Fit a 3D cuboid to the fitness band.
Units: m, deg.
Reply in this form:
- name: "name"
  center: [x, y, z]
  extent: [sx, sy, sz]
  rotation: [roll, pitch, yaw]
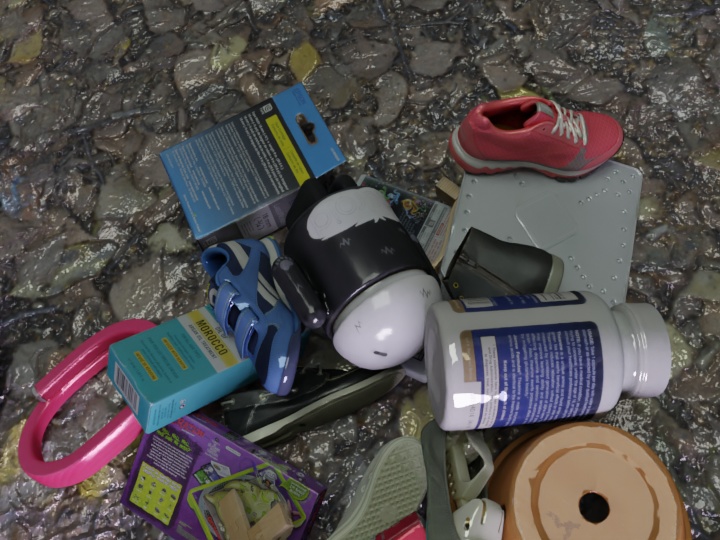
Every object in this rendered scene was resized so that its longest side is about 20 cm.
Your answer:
- name: "fitness band"
  center: [-0.283, 0.138, 0.832]
  extent: [0.200, 0.038, 0.143]
  rotation: [-42, 45, -9]

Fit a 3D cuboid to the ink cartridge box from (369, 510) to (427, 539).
- name: "ink cartridge box"
  center: [0.005, 0.325, 0.663]
  extent: [0.198, 0.086, 0.149]
  rotation: [-31, 81, -3]

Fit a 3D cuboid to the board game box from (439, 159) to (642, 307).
- name: "board game box"
  center: [0.200, -0.049, 0.851]
  extent: [0.197, 0.026, 0.203]
  rotation: [17, 66, 0]

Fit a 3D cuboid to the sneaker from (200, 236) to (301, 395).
- name: "sneaker"
  center: [-0.110, 0.043, 0.770]
  extent: [0.081, 0.075, 0.201]
  rotation: [5, 37, -26]

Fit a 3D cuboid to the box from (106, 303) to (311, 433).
- name: "box"
  center: [-0.152, 0.083, 0.802]
  extent: [0.198, 0.050, 0.082]
  rotation: [-24, 59, -38]

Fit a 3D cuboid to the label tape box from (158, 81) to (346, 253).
- name: "label tape box"
  center: [-0.127, -0.121, 0.946]
  extent: [0.198, 0.064, 0.145]
  rotation: [-27, 62, -5]

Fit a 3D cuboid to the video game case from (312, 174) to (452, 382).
- name: "video game case"
  center: [0.036, 0.002, 0.881]
  extent: [0.179, 0.023, 0.202]
  rotation: [22, 70, 19]

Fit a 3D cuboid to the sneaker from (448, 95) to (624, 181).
- name: "sneaker"
  center: [0.198, -0.146, 0.829]
  extent: [0.196, 0.087, 0.075]
  rotation: [-4, 68, -9]

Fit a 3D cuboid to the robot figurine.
- name: "robot figurine"
  center: [-0.002, 0.001, 0.775]
  extent: [0.149, 0.125, 0.202]
  rotation: [-31, 66, -3]

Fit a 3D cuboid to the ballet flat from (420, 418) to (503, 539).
- name: "ballet flat"
  center: [0.089, 0.195, 0.655]
  extent: [0.064, 0.067, 0.202]
  rotation: [-44, 27, 26]

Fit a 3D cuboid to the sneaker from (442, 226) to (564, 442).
- name: "sneaker"
  center: [0.116, 0.064, 0.773]
  extent: [0.105, 0.075, 0.203]
  rotation: [21, 91, -1]

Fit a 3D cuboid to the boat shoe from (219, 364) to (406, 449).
- name: "boat shoe"
  center: [-0.050, 0.125, 0.805]
  extent: [0.197, 0.072, 0.068]
  rotation: [-21, 65, 1]

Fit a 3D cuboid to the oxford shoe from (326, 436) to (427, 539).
- name: "oxford shoe"
  center: [0.009, 0.251, 0.744]
  extent: [0.074, 0.058, 0.202]
  rotation: [29, 85, -4]

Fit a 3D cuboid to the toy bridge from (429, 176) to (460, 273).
- name: "toy bridge"
  center: [0.054, -0.014, 0.858]
  extent: [0.067, 0.027, 0.200]
  rotation: [37, 74, 22]

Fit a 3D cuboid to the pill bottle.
- name: "pill bottle"
  center: [0.160, 0.077, 0.681]
  extent: [0.196, 0.112, 0.113]
  rotation: [-4, 62, -5]

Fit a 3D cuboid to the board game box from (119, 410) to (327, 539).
- name: "board game box"
  center: [-0.139, 0.222, 0.768]
  extent: [0.198, 0.032, 0.122]
  rotation: [25, 102, 20]

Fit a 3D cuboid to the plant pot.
- name: "plant pot"
  center: [0.197, 0.220, 0.678]
  extent: [0.196, 0.141, 0.203]
  rotation: [-3, 63, 7]

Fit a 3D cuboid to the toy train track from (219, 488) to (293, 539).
- name: "toy train track"
  center: [-0.125, 0.286, 0.724]
  extent: [0.200, 0.032, 0.115]
  rotation: [-45, 48, 19]
